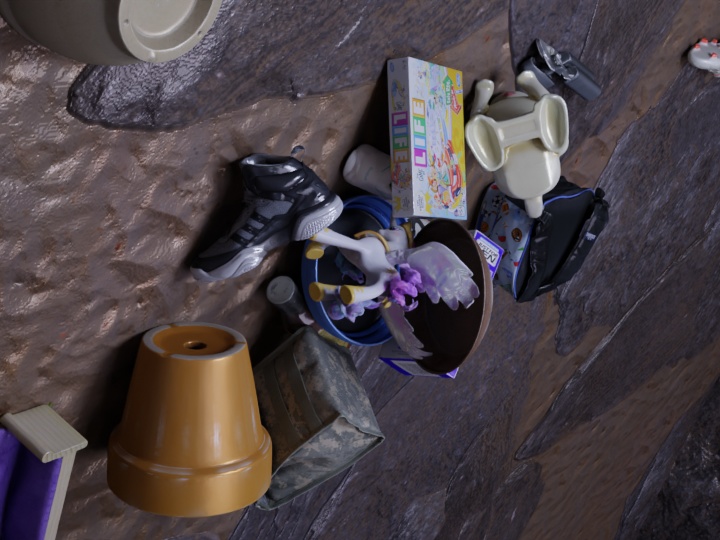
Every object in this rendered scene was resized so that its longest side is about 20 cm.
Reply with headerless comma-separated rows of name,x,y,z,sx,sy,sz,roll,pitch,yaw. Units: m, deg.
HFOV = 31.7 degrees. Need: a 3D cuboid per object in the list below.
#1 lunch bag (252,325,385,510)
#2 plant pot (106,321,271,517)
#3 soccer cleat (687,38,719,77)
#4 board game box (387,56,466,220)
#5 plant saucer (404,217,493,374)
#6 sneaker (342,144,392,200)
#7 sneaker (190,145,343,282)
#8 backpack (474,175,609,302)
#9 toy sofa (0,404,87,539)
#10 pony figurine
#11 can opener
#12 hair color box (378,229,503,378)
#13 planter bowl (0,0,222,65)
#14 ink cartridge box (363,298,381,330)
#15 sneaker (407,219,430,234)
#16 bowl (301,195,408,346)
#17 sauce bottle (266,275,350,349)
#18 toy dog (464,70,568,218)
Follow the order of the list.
lunch bag,-0.092,0.201,1.676,0.200,0.164,0.118,-40,136,18
plant pot,-0.203,0.168,1.525,0.200,0.200,0.183,-17,118,-47
soccer cleat,0.650,-0.382,2.301,0.200,0.069,0.078,-24,141,-46
board game box,0.087,-0.166,1.640,0.134,0.034,0.200,0,87,-55
plant saucer,0.114,0.034,1.625,0.037,0.200,0.201,4,119,-31
sneaker,0.059,-0.118,1.705,0.200,0.080,0.070,0,118,-57
sneaker,-0.129,-0.071,1.490,0.200,0.075,0.114,-27,106,9
backpack,0.267,-0.053,1.997,0.200,0.154,0.191,-10,120,-44
toy sofa,-0.388,0.260,1.439,0.098,0.083,0.200,-16,132,-49
pony figurine,0.031,0.007,1.584,0.200,0.193,0.167,-8,149,-44
can opener,0.299,-0.296,1.916,0.067,0.053,0.200,-30,158,22
hair color box,0.111,0.046,1.754,0.065,0.109,0.200,35,69,-31
planter bowl,-0.207,-0.264,1.122,0.200,0.135,0.200,-35,144,-30
ink cartridge box,0.053,0.048,1.823,0.200,0.044,0.094,-1,91,-52
sneaker,0.105,-0.037,1.853,0.200,0.080,0.074,-3,124,-52
bowl,0.000,0.000,1.692,0.201,0.039,0.201,-1,92,-46
sauce bottle,-0.073,0.064,1.717,0.066,0.066,0.200,-50,148,-8
toy dog,0.230,-0.189,1.788,0.139,0.200,0.194,-24,110,10
